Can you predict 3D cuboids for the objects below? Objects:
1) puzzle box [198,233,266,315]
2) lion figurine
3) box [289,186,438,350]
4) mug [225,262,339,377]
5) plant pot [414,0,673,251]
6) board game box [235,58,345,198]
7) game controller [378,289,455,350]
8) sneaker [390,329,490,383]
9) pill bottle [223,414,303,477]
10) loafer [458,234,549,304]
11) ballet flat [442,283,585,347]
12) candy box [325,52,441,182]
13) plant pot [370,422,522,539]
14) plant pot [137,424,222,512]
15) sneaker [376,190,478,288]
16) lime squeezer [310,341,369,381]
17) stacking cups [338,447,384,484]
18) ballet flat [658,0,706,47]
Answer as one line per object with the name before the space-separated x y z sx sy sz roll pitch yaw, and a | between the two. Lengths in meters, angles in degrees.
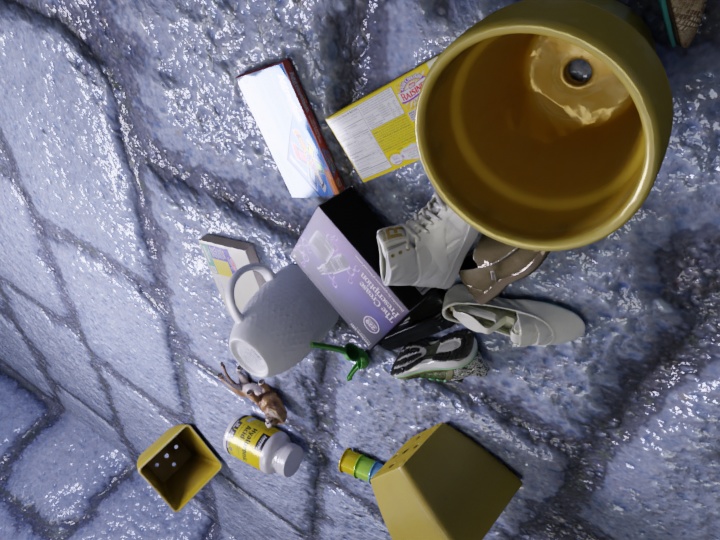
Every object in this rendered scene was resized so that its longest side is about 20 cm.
puzzle box | -0.242 0.023 1.171 0.132 0.025 0.201 13 133 32
lion figurine | -0.262 0.299 1.421 0.199 0.072 0.123 29 155 38
box | 0.000 0.000 0.877 0.200 0.079 0.141 49 144 9
mug | -0.158 0.079 1.031 0.147 0.175 0.201 -18 113 47
plant pot | 0.178 -0.151 0.523 0.200 0.189 0.202 22 137 23
board game box | -0.101 -0.200 0.850 0.102 0.019 0.201 2 127 41
game controller | 0.070 0.069 0.947 0.200 0.042 0.105 -31 89 50
sneaker | 0.128 0.162 0.954 0.089 0.077 0.199 46 144 -19
pill bottle | -0.251 0.461 1.517 0.199 0.111 0.112 15 134 29
loafer | 0.181 -0.023 0.729 0.067 0.076 0.200 34 141 0
ballet flat | 0.203 0.072 0.806 0.199 0.069 0.070 15 134 29
candy box | 0.050 -0.185 0.730 0.199 0.026 0.103 -13 114 46
plant pot | 0.140 0.406 1.084 0.177 0.200 0.200 51 142 7
plant pot | -0.619 0.634 1.927 0.176 0.200 0.201 -2 125 56
sneaker | 0.081 -0.053 0.738 0.115 0.074 0.201 -1 130 -17
lime squeezer | -0.024 0.159 1.075 0.070 0.038 0.200 -3 152 18
stacking cups | 0.050 0.465 1.313 0.199 0.061 0.061 14 134 26
ballet flat | 0.246 -0.276 0.451 0.065 0.071 0.201 -19 116 32
